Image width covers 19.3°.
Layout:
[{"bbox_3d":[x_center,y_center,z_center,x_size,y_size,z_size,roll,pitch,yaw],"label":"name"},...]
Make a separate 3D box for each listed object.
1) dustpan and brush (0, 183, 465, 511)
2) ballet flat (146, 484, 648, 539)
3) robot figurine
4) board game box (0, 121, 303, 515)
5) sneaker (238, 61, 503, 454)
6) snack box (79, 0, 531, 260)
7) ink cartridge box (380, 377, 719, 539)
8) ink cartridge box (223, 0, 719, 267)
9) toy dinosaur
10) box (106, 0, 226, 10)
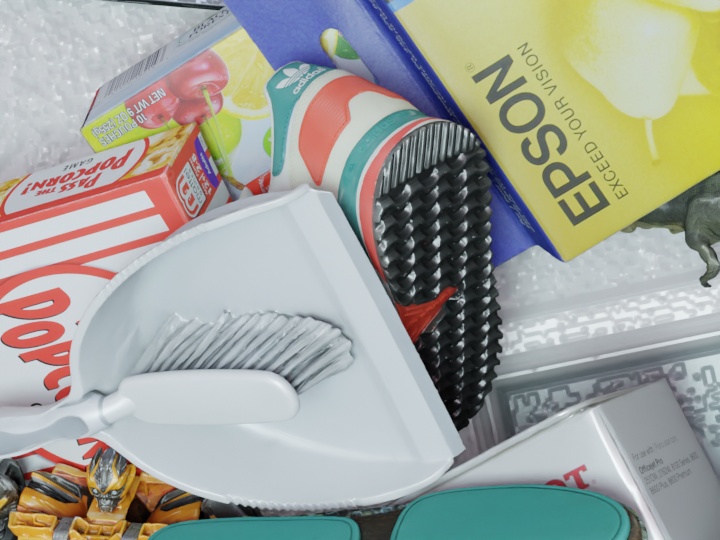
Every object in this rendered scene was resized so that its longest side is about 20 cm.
[{"bbox_3d":[-0.078,0.046,0.810,0.200,0.057,0.140,-6,126,33],"label":"dustpan and brush"},{"bbox_3d":[0.014,0.121,0.790,0.200,0.074,0.074,-4,93,23],"label":"ballet flat"},{"bbox_3d":[-0.098,0.163,0.893,0.145,0.058,0.200,3,123,9],"label":"robot figurine"},{"bbox_3d":[-0.128,0.037,0.884,0.200,0.046,0.152,-16,116,22],"label":"board game box"},{"bbox_3d":[0.000,0.000,0.841,0.070,0.200,0.093,-35,55,-26],"label":"sneaker"},{"bbox_3d":[0.008,-0.061,0.871,0.200,0.053,0.142,-31,111,15],"label":"snack box"},{"bbox_3d":[0.093,0.162,0.831,0.145,0.084,0.200,-30,81,27],"label":"ink cartridge box"},{"bbox_3d":[0.062,-0.105,0.798,0.200,0.047,0.198,-33,110,11],"label":"ink cartridge box"},{"bbox_3d":[0.186,-0.016,0.863,0.200,0.047,0.088,-9,127,27],"label":"toy dinosaur"},{"bbox_3d":[-0.070,-0.193,0.910,0.200,0.044,0.160,7,94,8],"label":"box"}]
